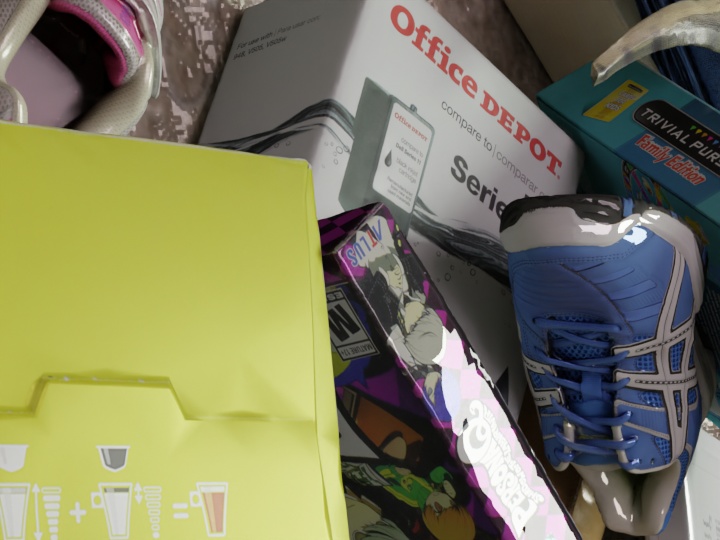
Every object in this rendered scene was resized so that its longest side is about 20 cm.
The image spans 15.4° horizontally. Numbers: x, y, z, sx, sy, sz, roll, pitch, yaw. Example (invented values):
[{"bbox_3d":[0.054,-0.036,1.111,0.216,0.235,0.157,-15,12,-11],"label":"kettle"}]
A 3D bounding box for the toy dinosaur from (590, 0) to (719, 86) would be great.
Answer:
[{"bbox_3d":[0.160,-0.117,1.126,0.199,0.047,0.089,0,75,-45],"label":"toy dinosaur"}]

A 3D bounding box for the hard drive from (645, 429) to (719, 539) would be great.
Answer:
[{"bbox_3d":[0.155,0.175,1.185,0.132,0.027,0.201,30,54,-69],"label":"hard drive"}]

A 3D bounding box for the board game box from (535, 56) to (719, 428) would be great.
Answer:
[{"bbox_3d":[0.160,0.009,1.111,0.047,0.200,0.151,-31,123,-12],"label":"board game box"}]

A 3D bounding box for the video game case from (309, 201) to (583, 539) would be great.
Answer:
[{"bbox_3d":[-0.024,0.076,0.934,0.036,0.199,0.182,-46,113,-41],"label":"video game case"}]

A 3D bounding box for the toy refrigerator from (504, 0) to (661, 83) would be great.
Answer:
[{"bbox_3d":[0.101,-0.155,1.227,0.076,0.070,0.200,-48,113,-35],"label":"toy refrigerator"}]

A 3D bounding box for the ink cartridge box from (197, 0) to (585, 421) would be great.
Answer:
[{"bbox_3d":[0.000,0.000,1.064,0.146,0.083,0.201,39,53,-34],"label":"ink cartridge box"}]

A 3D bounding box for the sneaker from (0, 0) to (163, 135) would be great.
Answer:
[{"bbox_3d":[-0.104,-0.090,0.976,0.081,0.088,0.201,43,51,-30],"label":"sneaker"}]

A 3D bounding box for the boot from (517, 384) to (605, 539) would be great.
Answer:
[{"bbox_3d":[0.088,0.135,1.134,0.175,0.066,0.201,43,50,-32],"label":"boot"}]

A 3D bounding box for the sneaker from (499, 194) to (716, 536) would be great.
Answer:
[{"bbox_3d":[0.102,0.036,1.048,0.200,0.075,0.077,56,38,-53],"label":"sneaker"}]

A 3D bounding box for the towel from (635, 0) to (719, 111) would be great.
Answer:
[{"bbox_3d":[0.168,-0.127,1.203,0.111,0.048,0.201,-33,104,-38],"label":"towel"}]

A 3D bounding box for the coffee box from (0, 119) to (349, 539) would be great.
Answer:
[{"bbox_3d":[-0.138,0.073,0.815,0.199,0.197,0.201,5,76,-45],"label":"coffee box"}]
